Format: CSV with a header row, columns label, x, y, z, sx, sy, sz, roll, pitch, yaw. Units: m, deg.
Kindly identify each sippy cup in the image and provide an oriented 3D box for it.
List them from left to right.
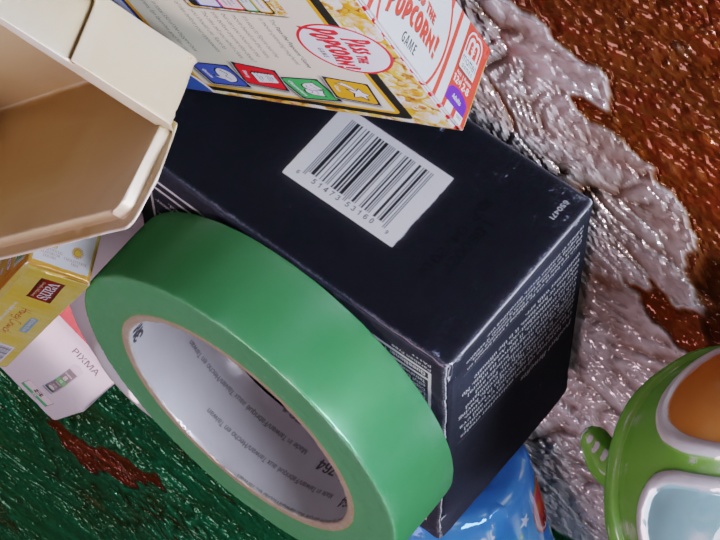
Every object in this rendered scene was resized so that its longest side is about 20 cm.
label,x,y,z,sx,sy,sz,roll,pitch,yaw
sippy cup,0.054,0.155,1.511,0.177,0.140,0.131,7,135,16

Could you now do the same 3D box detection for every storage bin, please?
label,x,y,z,sx,sy,sz,roll,pitch,yaw
storage bin,-0.209,-0.094,1.183,0.200,0.094,0.198,33,156,-30

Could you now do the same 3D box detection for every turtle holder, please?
label,x,y,z,sx,sy,sz,roll,pitch,yaw
turtle holder,0.189,0.125,1.162,0.132,0.140,0.186,172,98,-65

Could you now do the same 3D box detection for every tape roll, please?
label,x,y,z,sx,sy,sz,roll,pitch,yaw
tape roll,-0.046,0.059,1.272,0.200,0.048,0.201,35,156,18

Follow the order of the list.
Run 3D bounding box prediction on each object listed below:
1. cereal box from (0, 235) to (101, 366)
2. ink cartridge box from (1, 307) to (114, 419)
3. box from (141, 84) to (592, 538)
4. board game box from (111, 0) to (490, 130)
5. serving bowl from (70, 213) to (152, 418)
label,x,y,z,sx,sy,sz,roll,pitch,yaw
cereal box,-0.156,-0.064,1.342,0.039,0.201,0.144,19,153,-18
ink cartridge box,-0.236,0.030,1.866,0.161,0.050,0.200,46,160,-10
box,0.000,0.000,1.309,0.200,0.123,0.199,35,156,18
board game box,-0.060,-0.127,1.164,0.199,0.046,0.152,11,161,28
serving bowl,-0.122,0.053,1.689,0.200,0.066,0.200,36,157,18
